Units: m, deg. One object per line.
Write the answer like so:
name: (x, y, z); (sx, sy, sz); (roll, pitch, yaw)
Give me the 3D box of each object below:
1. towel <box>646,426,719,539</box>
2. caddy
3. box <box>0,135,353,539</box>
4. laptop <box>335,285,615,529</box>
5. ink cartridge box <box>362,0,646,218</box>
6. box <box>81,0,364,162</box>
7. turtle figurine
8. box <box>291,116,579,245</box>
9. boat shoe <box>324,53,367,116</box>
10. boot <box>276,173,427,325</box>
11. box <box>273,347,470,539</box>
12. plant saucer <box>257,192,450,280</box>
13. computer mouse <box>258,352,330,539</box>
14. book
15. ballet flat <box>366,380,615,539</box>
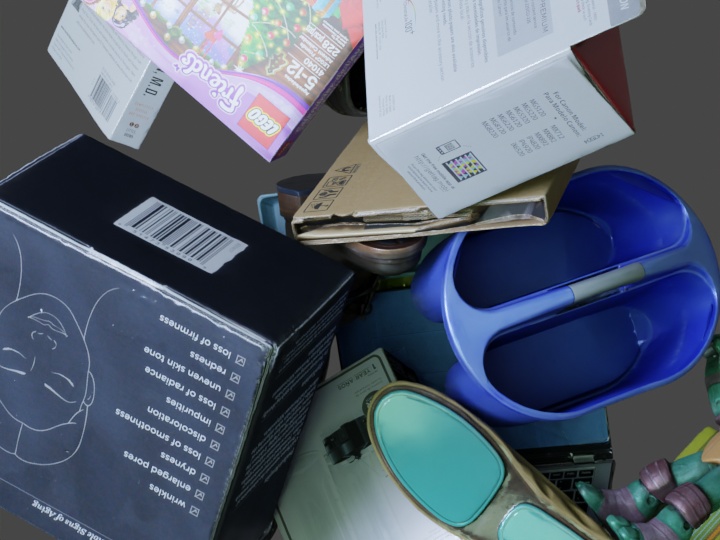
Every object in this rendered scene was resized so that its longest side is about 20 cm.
towel: (0.266, 0.176, 1.277); (0.200, 0.018, 0.086); (33, 67, 34)
caddy: (0.129, 0.016, 1.278); (0.105, 0.199, 0.142); (-27, 82, 63)
box: (-0.136, 0.059, 1.241); (0.199, 0.124, 0.198); (27, 119, 12)
laptop: (0.062, 0.117, 1.358); (0.186, 0.201, 0.116); (-7, 131, 23)
ink cartridge box: (0.094, -0.157, 1.195); (0.175, 0.084, 0.201); (-23, 47, 24)
box: (-0.088, -0.186, 1.317); (0.200, 0.039, 0.137); (40, 109, 5)
turtle figurine: (0.231, 0.099, 1.263); (0.200, 0.150, 0.101); (-39, 91, -3)
box: (0.063, -0.073, 1.294); (0.162, 0.200, 0.021); (-5, 114, 21)
boat shoe: (0.025, -0.191, 1.350); (0.073, 0.074, 0.201); (48, 127, 56)
boot: (0.000, 0.000, 1.332); (0.074, 0.200, 0.098); (-9, 105, -15)
box: (0.015, 0.167, 1.322); (0.116, 0.060, 0.201); (-32, 61, 11)
plant saucer: (0.026, -0.030, 1.408); (0.199, 0.019, 0.070); (-8, 93, 22)
computer mouse: (-0.069, 0.121, 1.446); (0.058, 0.034, 0.201); (28, 108, 37)
book: (-0.139, -0.202, 1.405); (0.201, 0.048, 0.134); (-59, 38, 18)
ballet flat: (0.084, 0.140, 1.266); (0.200, 0.063, 0.069); (43, 101, 0)
